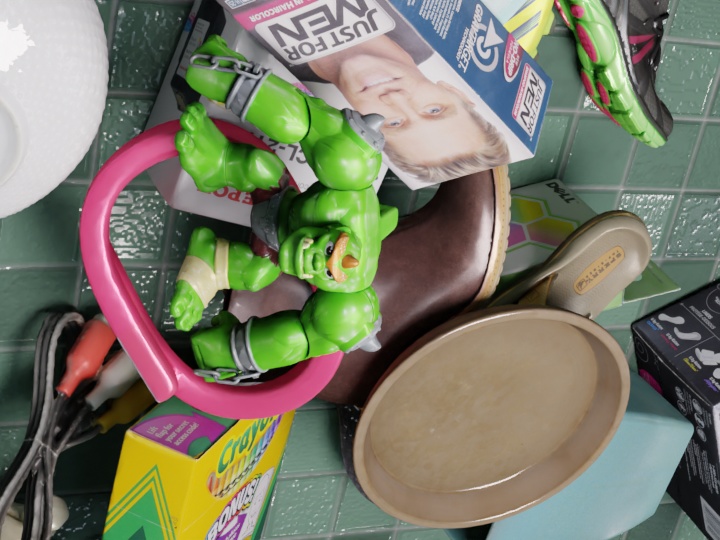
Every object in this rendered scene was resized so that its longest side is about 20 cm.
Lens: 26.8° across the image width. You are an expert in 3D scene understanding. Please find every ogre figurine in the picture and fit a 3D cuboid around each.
[{"bbox_3d":[-0.044,-0.028,0.869,0.118,0.098,0.203,6,93,12],"label":"ogre figurine"}]

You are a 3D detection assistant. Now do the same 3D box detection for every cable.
[{"bbox_3d":[-0.197,0.103,0.997,0.050,0.201,0.098,-11,126,35],"label":"cable"}]

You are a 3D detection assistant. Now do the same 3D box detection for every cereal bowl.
[{"bbox_3d":[-0.239,-0.099,0.859,0.197,0.084,0.202,-8,135,-8],"label":"cereal bowl"}]

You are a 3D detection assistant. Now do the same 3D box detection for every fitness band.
[{"bbox_3d":[-0.089,0.003,0.939,0.142,0.037,0.202,-26,109,4],"label":"fitness band"}]

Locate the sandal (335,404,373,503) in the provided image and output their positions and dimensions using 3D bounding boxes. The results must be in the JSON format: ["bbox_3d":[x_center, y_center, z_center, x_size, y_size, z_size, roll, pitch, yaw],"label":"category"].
[{"bbox_3d":[0.008,0.091,1.151,0.074,0.045,0.202,-16,112,10],"label":"sandal"}]

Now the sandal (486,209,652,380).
[{"bbox_3d":[0.132,0.041,1.052,0.200,0.054,0.080,-43,129,1],"label":"sandal"}]

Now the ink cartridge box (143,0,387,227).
[{"bbox_3d":[-0.039,-0.128,0.978,0.144,0.083,0.202,13,111,-32],"label":"ink cartridge box"}]

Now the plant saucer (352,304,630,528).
[{"bbox_3d":[0.086,0.096,1.020,0.197,0.030,0.202,-11,132,-12],"label":"plant saucer"}]

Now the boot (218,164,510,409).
[{"bbox_3d":[0.000,0.000,0.979,0.164,0.073,0.202,9,114,-20],"label":"boot"}]

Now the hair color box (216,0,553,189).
[{"bbox_3d":[0.014,-0.135,0.877,0.200,0.099,0.061,40,53,-34],"label":"hair color box"}]

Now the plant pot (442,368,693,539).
[{"bbox_3d":[0.156,0.133,1.203,0.198,0.141,0.143,5,116,-34],"label":"plant pot"}]

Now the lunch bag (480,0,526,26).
[{"bbox_3d":[0.061,-0.259,0.897,0.170,0.122,0.201,35,85,-22],"label":"lunch bag"}]

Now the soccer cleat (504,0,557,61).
[{"bbox_3d":[0.076,-0.157,1.034,0.083,0.065,0.202,9,113,-28],"label":"soccer cleat"}]

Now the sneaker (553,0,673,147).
[{"bbox_3d":[0.195,-0.170,1.080,0.083,0.077,0.201,-33,130,-5],"label":"sneaker"}]

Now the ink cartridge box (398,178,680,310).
[{"bbox_3d":[0.132,-0.012,1.122,0.198,0.104,0.060,-14,124,-20],"label":"ink cartridge box"}]

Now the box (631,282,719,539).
[{"bbox_3d":[0.324,0.130,1.286,0.114,0.132,0.202,-25,127,-10],"label":"box"}]

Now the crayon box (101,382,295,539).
[{"bbox_3d":[-0.111,0.154,1.047,0.058,0.200,0.174,22,114,12],"label":"crayon box"}]

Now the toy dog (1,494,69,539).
[{"bbox_3d":[-0.275,0.216,1.045,0.192,0.141,0.201,-12,134,24],"label":"toy dog"}]
